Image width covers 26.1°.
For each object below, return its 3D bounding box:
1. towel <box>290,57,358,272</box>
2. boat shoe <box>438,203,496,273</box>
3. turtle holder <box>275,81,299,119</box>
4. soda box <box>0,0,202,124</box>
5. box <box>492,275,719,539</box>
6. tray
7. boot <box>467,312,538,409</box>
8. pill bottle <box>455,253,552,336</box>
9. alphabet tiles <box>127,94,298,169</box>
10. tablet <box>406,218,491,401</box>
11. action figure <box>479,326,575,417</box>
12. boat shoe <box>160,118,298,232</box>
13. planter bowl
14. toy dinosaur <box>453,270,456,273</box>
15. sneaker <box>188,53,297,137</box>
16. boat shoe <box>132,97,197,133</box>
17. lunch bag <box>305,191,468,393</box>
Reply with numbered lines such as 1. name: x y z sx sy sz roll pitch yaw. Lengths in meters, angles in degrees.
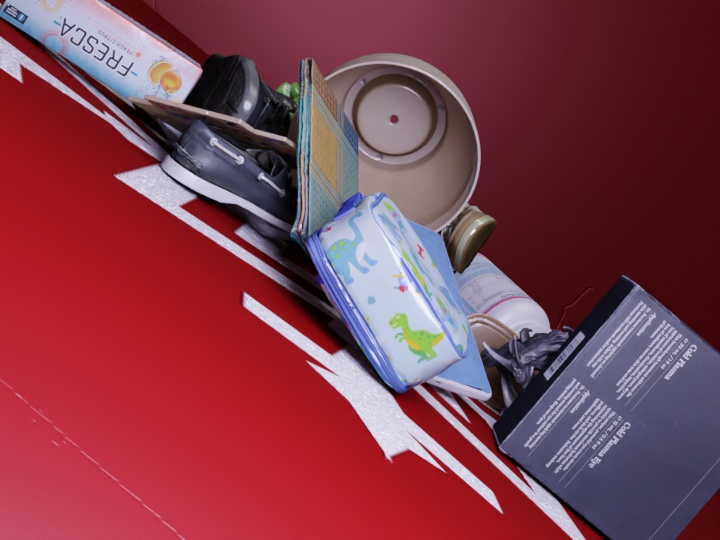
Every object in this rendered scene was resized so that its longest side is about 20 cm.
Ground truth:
1. towel: -0.032 -0.081 1.464 0.147 0.022 0.200 58 28 -55
2. boat shoe: 0.112 -0.043 1.780 0.063 0.073 0.201 36 5 4
3. turtle holder: -0.064 -0.130 1.739 0.132 0.141 0.186 40 -6 0
4. soda box: -0.257 -0.229 1.545 0.200 0.068 0.064 33 6 -14
5. box: 0.257 0.140 1.460 0.182 0.200 0.104 40 5 -2
6. tray: -0.120 -0.086 1.577 0.200 0.022 0.107 43 20 30
7. boot: 0.158 0.109 1.741 0.200 0.074 0.155 51 3 -19
8. pill bottle: 0.167 0.065 1.944 0.109 0.109 0.200 35 7 -41
9. alphabet tiles: -0.123 -0.130 1.486 0.166 0.006 0.200 16 -4 19
10. tablet: 0.061 0.029 1.510 0.130 0.014 0.200 22 42 -44
11. action figure: 0.197 0.110 1.576 0.200 0.119 0.102 10 62 -55
12. boat shoe: -0.097 -0.087 1.468 0.076 0.060 0.200 40 13 38
13. planter bowl: 0.030 -0.143 1.641 0.200 0.200 0.135 39 23 -10
14. toy dinosaur: 0.031 -0.012 1.787 0.136 0.086 0.200 42 10 19
15. sneaker: -0.106 -0.162 1.572 0.114 0.076 0.199 31 1 -18
16. boat shoe: -0.196 -0.176 1.695 0.067 0.072 0.200 6 0 24
17. lunch bag: 0.023 0.013 1.327 0.161 0.082 0.200 59 7 -5
